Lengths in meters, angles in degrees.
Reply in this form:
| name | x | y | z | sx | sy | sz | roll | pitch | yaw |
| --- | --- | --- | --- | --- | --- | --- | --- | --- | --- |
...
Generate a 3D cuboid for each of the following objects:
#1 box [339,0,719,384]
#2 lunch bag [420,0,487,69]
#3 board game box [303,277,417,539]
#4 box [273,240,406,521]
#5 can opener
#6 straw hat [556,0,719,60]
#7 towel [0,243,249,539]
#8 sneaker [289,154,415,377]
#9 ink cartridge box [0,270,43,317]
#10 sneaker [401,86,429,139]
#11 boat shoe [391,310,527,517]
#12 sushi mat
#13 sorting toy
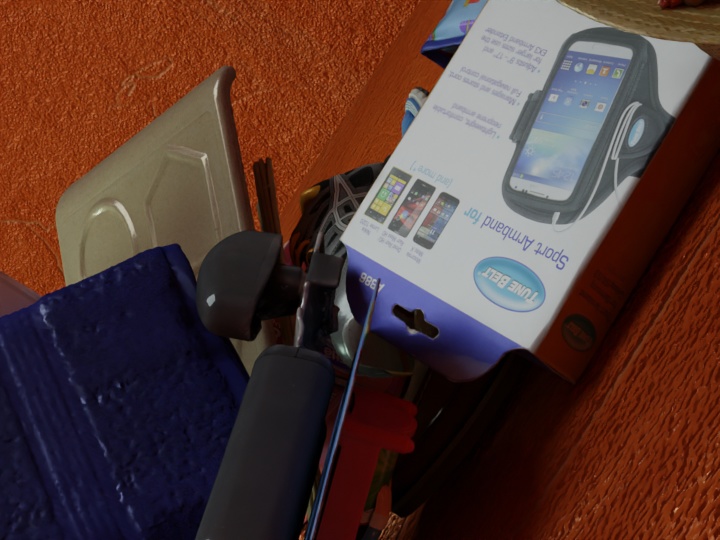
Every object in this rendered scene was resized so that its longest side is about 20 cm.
| name | x | y | z | sx | sy | sz | roll | pitch | yaw |
| --- | --- | --- | --- | --- | --- | --- | --- | --- | --- |
| box | 0.077 | -0.048 | 0.673 | 0.119 | 0.041 | 0.201 | 30 | 89 | 43 |
| lunch bag | 0.144 | -0.165 | 0.876 | 0.151 | 0.094 | 0.200 | -59 | 19 | -21 |
| board game box | -0.001 | 0.103 | 0.646 | 0.201 | 0.039 | 0.159 | 106 | 179 | -56 |
| box | -0.059 | 0.094 | 1.014 | 0.200 | 0.102 | 0.095 | -51 | 9 | 38 |
| can opener | -0.045 | 0.053 | 0.641 | 0.201 | 0.066 | 0.054 | -74 | -5 | -53 |
| straw hat | 0.137 | -0.120 | 0.581 | 0.202 | 0.200 | 0.085 | -61 | -33 | -27 |
| towel | -0.137 | 0.083 | 0.701 | 0.199 | 0.148 | 0.050 | -21 | -35 | -14 |
| sneaker | 0.000 | 0.000 | 0.839 | 0.200 | 0.076 | 0.079 | -77 | -24 | -68 |
| ink cartridge box | -0.202 | 0.102 | 0.767 | 0.201 | 0.144 | 0.084 | -59 | 6 | -15 |
| sneaker | 0.044 | -0.057 | 1.050 | 0.089 | 0.078 | 0.200 | -54 | 7 | 8 |
| boat shoe | 0.050 | 0.011 | 0.743 | 0.201 | 0.068 | 0.072 | -58 | 7 | 0 |
| sushi mat | -0.035 | 0.047 | 0.861 | 0.096 | 0.012 | 0.202 | 93 | 167 | -77 |
| sorting toy | -0.100 | 0.017 | 0.882 | 0.185 | 0.036 | 0.202 | -28 | 64 | 49 |
